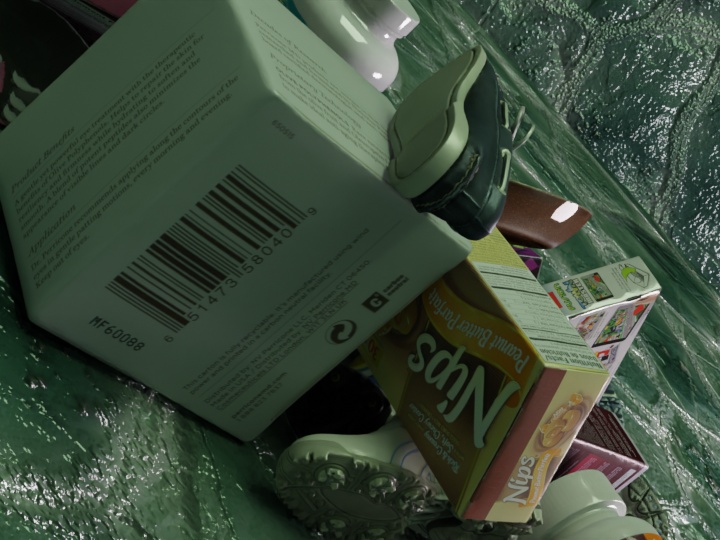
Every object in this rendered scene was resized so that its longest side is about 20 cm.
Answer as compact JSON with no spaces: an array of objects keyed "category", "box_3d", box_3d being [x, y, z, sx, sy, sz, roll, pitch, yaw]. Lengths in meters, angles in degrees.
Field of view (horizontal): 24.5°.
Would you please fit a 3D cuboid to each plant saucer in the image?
[{"category":"plant saucer","box_3d":[0.066,-0.051,1.188,0.199,0.035,0.200,16,-2,0]}]

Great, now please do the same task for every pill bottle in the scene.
[{"category":"pill bottle","box_3d":[0.191,0.251,1.207,0.109,0.109,0.201,26,28,-53]},{"category":"pill bottle","box_3d":[-0.045,-0.165,1.383,0.111,0.200,0.111,42,17,-16]}]

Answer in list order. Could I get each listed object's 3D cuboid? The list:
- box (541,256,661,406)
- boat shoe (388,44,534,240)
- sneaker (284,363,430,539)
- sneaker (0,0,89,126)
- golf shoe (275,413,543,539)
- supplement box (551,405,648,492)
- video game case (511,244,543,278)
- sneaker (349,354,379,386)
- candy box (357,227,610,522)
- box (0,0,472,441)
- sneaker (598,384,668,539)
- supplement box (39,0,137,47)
[{"category":"box","box_3d":[0.153,0.077,1.304,0.109,0.201,0.035,-15,56,-27]},{"category":"boat shoe","box_3d":[0.062,-0.078,0.978,0.062,0.075,0.200,45,17,-14]},{"category":"sneaker","box_3d":[0.019,0.127,1.141,0.200,0.072,0.072,39,-8,-20]},{"category":"sneaker","box_3d":[-0.246,-0.169,1.102,0.200,0.080,0.086,49,4,-20]},{"category":"golf shoe","box_3d":[0.024,0.123,1.064,0.199,0.078,0.098,19,44,-37]},{"category":"supplement box","box_3d":[0.135,0.149,1.297,0.200,0.109,0.061,25,29,-56]},{"category":"video game case","box_3d":[0.016,-0.036,1.302,0.199,0.036,0.181,8,16,-26]},{"category":"sneaker","box_3d":[0.055,0.079,1.326,0.082,0.074,0.200,54,22,4]},{"category":"candy box","box_3d":[0.064,0.046,1.032,0.055,0.116,0.200,8,31,-32]},{"category":"box","box_3d":[-0.082,-0.045,1.012,0.200,0.199,0.172,36,20,-42]},{"category":"sneaker","box_3d":[0.195,0.175,1.445,0.076,0.085,0.201,-7,59,-17]},{"category":"supplement box","box_3d":[-0.172,-0.225,1.157,0.103,0.132,0.200,27,-7,-20]}]
